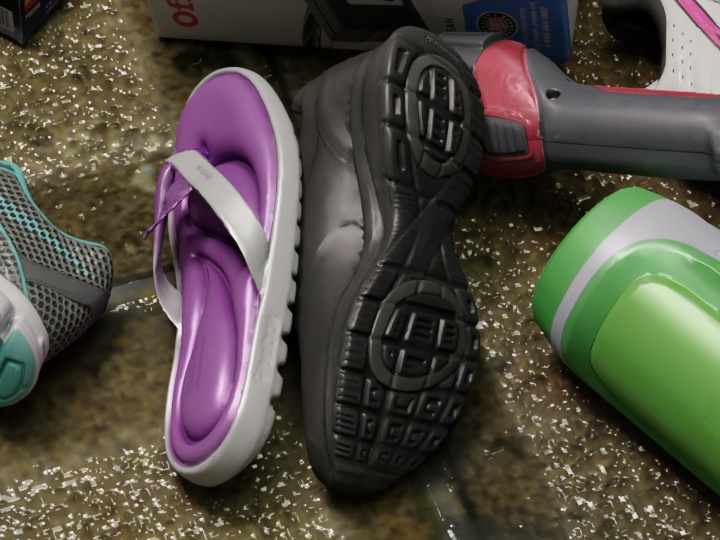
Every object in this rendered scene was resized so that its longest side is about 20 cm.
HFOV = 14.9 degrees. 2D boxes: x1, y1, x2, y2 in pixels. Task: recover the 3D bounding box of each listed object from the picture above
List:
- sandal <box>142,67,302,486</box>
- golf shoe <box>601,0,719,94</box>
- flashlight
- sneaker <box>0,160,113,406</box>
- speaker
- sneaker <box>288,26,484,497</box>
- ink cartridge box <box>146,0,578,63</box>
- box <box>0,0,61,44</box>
[{"bbox_3d":[-0.064,-0.009,1.153,0.050,0.082,0.204,24,46,-35],"label":"sandal"},{"bbox_3d":[0.172,-0.062,1.223,0.092,0.073,0.201,-19,50,0],"label":"golf shoe"},{"bbox_3d":[0.120,-0.065,1.178,0.199,0.068,0.068,5,75,29],"label":"flashlight"},{"bbox_3d":[-0.187,-0.023,1.180,0.200,0.078,0.091,40,45,19],"label":"sneaker"},{"bbox_3d":[0.165,0.053,1.123,0.088,0.089,0.200,-37,64,-26],"label":"speaker"},{"bbox_3d":[0.000,0.000,1.165,0.076,0.090,0.201,25,64,-39],"label":"sneaker"},{"bbox_3d":[-0.004,-0.168,1.220,0.198,0.145,0.085,4,62,11],"label":"ink cartridge box"},{"bbox_3d":[-0.205,-0.204,1.319,0.199,0.040,0.137,26,56,16],"label":"box"}]
